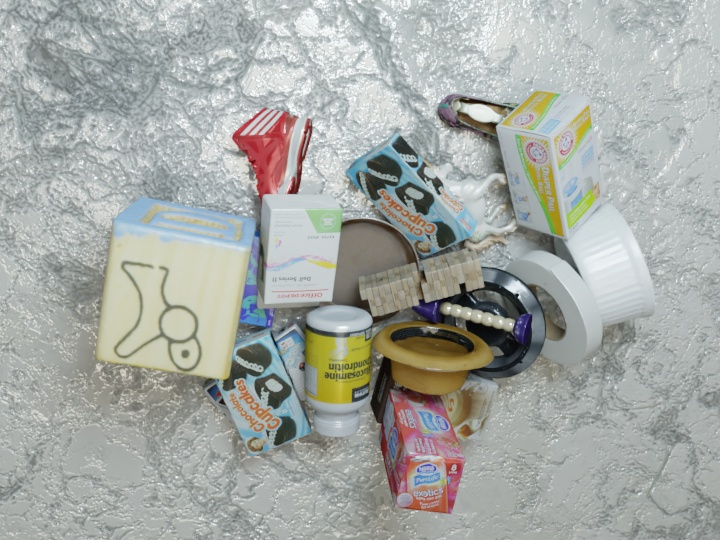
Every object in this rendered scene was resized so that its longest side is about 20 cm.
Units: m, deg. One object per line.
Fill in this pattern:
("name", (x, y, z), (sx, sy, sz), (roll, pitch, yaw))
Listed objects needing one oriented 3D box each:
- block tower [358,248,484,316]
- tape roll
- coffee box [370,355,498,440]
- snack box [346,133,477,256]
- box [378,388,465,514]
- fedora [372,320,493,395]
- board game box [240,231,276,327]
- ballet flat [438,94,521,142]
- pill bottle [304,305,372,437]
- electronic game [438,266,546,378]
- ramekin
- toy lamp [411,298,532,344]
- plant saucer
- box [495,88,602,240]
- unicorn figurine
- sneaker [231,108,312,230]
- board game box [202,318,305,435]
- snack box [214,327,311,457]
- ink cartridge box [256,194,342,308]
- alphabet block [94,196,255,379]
("block tower", (0.099, 0.020, 1.157), (0.198, 0.054, 0.058), (-14, 114, 4))
("tape roll", (0.318, 0.063, 1.176), (0.037, 0.202, 0.204), (-27, 109, -20))
("coffee box", (0.130, 0.225, 1.258), (0.198, 0.080, 0.115), (11, 104, -11))
("snack box", (0.082, -0.117, 1.133), (0.200, 0.116, 0.037), (45, 52, -17))
("box", (0.094, 0.284, 1.123), (0.095, 0.200, 0.101), (9, 107, -9))
("fedora", (0.114, 0.148, 1.146), (0.199, 0.201, 0.083), (3, 107, -9))
("board game box", (-0.230, 0.002, 1.160), (0.198, 0.045, 0.153), (10, 105, -9))
("ballet flat", (0.225, -0.245, 1.140), (0.198, 0.071, 0.070), (10, 102, -11))
("pill bottle", (-0.038, 0.167, 1.167), (0.111, 0.112, 0.202), (0, 104, -8))
("electronic game", (0.220, 0.091, 1.209), (0.198, 0.042, 0.202), (10, 111, 27))
("ramekin", (0.402, -0.001, 1.174), (0.097, 0.201, 0.202), (-21, 108, 6))
("toy lamp", (0.181, 0.075, 1.167), (0.199, 0.058, 0.059), (15, 107, 25))
("plant saucer", (0.000, 0.000, 1.187), (0.198, 0.032, 0.202), (-1, 116, -3))
("box", (0.302, -0.167, 1.107), (0.112, 0.101, 0.201), (-42, 132, -23))
("unicorn figurine", (0.188, -0.118, 1.170), (0.136, 0.074, 0.202), (-19, 105, -6))
("sneaker", (-0.155, -0.163, 1.123), (0.115, 0.078, 0.202), (20, 103, 4))
("board game box", (-0.159, 0.193, 1.231), (0.199, 0.035, 0.127), (-35, 108, 3))
("snack box", (-0.171, 0.209, 1.196), (0.115, 0.037, 0.201), (-21, 109, -1))
("ink cartridge box", (-0.099, -0.015, 1.106), (0.116, 0.067, 0.202), (-2, 117, -20))
("alphabet block", (-0.265, 0.021, 1.036), (0.194, 0.197, 0.202), (12, 104, -7))
